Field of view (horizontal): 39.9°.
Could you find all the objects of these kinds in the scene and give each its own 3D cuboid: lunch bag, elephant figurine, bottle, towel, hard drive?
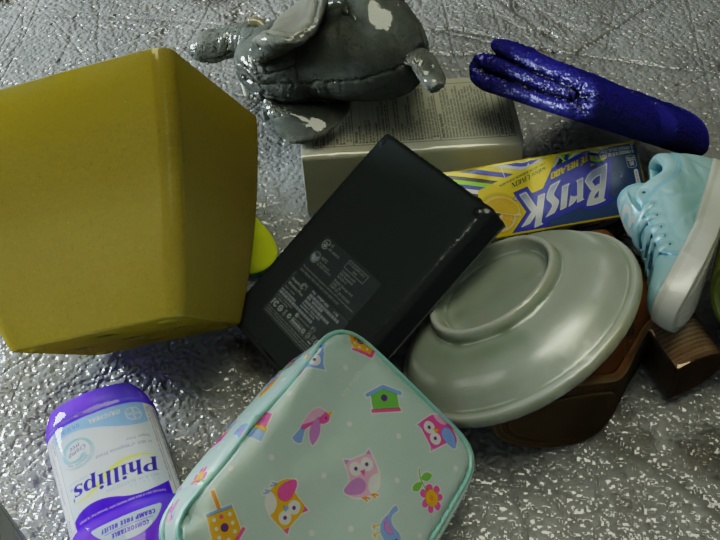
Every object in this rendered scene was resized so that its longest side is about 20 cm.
[{"bbox_3d":[-0.024,0.156,0.654,0.160,0.077,0.200,43,60,-6],"label":"lunch bag"},{"bbox_3d":[-0.047,-0.183,0.871,0.199,0.155,0.142,-20,92,-2],"label":"elephant figurine"},{"bbox_3d":[-0.158,0.173,0.684,0.083,0.066,0.201,-20,51,-12],"label":"bottle"},{"bbox_3d":[0.206,-0.153,0.873,0.199,0.050,0.147,5,17,-46],"label":"towel"},{"bbox_3d":[0.000,0.000,0.779,0.200,0.033,0.140,-49,49,1],"label":"hard drive"}]

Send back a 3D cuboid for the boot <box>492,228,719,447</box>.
[{"bbox_3d":[0.161,0.043,0.772,0.199,0.077,0.156,-21,50,-13],"label":"boot"}]

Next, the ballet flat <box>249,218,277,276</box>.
[{"bbox_3d":[-0.158,-0.063,0.890,0.199,0.067,0.067,32,57,27],"label":"ballet flat"}]

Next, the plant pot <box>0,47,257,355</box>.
[{"bbox_3d":[-0.187,-0.034,0.757,0.199,0.200,0.178,-12,81,11],"label":"plant pot"}]

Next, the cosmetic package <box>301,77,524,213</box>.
[{"bbox_3d":[0.045,-0.118,0.922,0.198,0.073,0.104,-4,48,0],"label":"cosmetic package"}]

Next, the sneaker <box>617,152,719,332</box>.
[{"bbox_3d":[0.233,-0.027,0.767,0.081,0.074,0.200,16,38,18],"label":"sneaker"}]

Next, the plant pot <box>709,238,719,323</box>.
[{"bbox_3d":[0.349,-0.025,0.740,0.187,0.188,0.200,33,55,28],"label":"plant pot"}]

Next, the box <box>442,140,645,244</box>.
[{"bbox_3d":[0.139,-0.058,0.854,0.198,0.070,0.065,-10,83,-5],"label":"box"}]

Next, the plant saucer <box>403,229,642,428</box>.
[{"bbox_3d":[0.108,0.027,0.740,0.199,0.050,0.201,-30,25,16],"label":"plant saucer"}]

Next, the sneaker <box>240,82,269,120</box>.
[{"bbox_3d":[-0.033,-0.179,0.977,0.198,0.080,0.130,26,57,25],"label":"sneaker"}]

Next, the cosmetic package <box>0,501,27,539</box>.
[{"bbox_3d":[-0.235,0.200,0.574,0.087,0.201,0.104,-16,50,-11],"label":"cosmetic package"}]
